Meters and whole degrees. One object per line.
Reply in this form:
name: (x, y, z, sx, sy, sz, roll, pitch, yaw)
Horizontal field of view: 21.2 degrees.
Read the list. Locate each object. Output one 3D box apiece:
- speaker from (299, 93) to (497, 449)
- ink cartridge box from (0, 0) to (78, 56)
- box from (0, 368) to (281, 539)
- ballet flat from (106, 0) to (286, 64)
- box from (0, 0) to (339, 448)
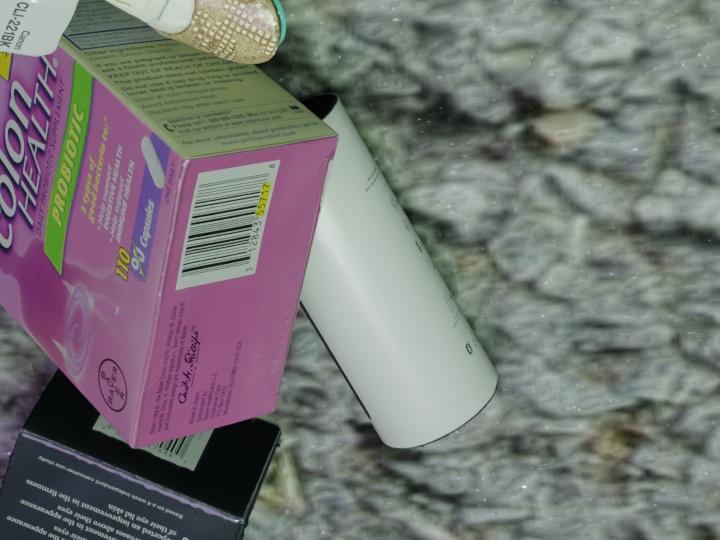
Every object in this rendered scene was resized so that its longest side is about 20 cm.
speaker: (0.000, 0.000, 1.099, 0.081, 0.081, 0.200, -22, 112, 22)
ink cartridge box: (-0.171, -0.223, 0.906, 0.084, 0.200, 0.144, 4, 152, -24)
box: (-0.155, 0.173, 1.213, 0.148, 0.104, 0.200, 23, 121, -1)
ballet flat: (-0.123, -0.168, 0.997, 0.200, 0.065, 0.071, 42, 133, 25)
box: (-0.122, -0.039, 1.037, 0.200, 0.097, 0.176, 42, 130, 38)
